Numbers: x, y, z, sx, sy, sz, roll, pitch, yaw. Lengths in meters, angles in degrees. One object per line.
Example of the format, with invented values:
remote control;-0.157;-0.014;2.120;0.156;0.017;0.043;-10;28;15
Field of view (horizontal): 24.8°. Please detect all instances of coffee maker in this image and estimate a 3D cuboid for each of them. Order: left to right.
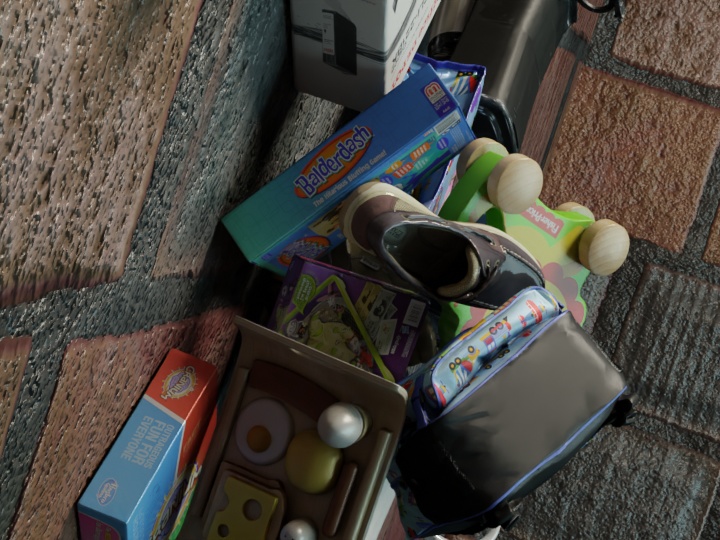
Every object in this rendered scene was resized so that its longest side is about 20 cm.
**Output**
coffee maker;0.141;-0.213;1.644;0.135;0.191;0.201;47;51;-36

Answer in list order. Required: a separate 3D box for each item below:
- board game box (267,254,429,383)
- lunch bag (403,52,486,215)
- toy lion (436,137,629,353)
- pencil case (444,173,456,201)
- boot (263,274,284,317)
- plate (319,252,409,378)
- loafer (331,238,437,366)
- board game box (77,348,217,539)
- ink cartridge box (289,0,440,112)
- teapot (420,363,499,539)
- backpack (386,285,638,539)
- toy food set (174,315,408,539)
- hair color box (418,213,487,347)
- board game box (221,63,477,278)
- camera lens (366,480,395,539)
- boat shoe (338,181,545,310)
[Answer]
board game box;-0.032;0.099;1.303;0.032;0.119;0.202;29;-80;58
lunch bag;0.047;-0.076;1.513;0.151;0.093;0.202;110;-10;-60
toy lion;0.125;0.015;1.382;0.199;0.069;0.193;31;91;-38
pencil case;0.061;-0.081;1.772;0.087;0.082;0.201;-54;159;-53
boot;-0.077;0.115;1.395;0.165;0.201;0.072;-29;162;-15
plate;-0.008;0.029;1.546;0.199;0.032;0.202;-7;82;-77
loafer;0.000;0.000;1.397;0.067;0.201;0.076;-22;146;-10
board game box;-0.159;0.181;1.251;0.201;0.040;0.154;96;17;-50
ink cartridge box;0.009;-0.236;1.246;0.201;0.083;0.145;92;21;-62
teapot;0.119;0.147;1.591;0.201;0.145;0.198;-57;-178;17
backpack;0.093;0.124;1.292;0.182;0.135;0.200;-36;177;-28
toy food set;-0.061;0.152;1.203;0.060;0.142;0.202;6;104;-70
hair color box;0.080;0.007;1.506;0.200;0.060;0.101;126;-11;-80
board game box;-0.004;-0.073;1.302;0.199;0.045;0.152;-37;170;3
camera lens;-0.060;0.217;1.486;0.160;0.159;0.201;89;23;-61
boat shoe;0.071;-0.005;1.271;0.072;0.199;0.065;-53;-144;15
